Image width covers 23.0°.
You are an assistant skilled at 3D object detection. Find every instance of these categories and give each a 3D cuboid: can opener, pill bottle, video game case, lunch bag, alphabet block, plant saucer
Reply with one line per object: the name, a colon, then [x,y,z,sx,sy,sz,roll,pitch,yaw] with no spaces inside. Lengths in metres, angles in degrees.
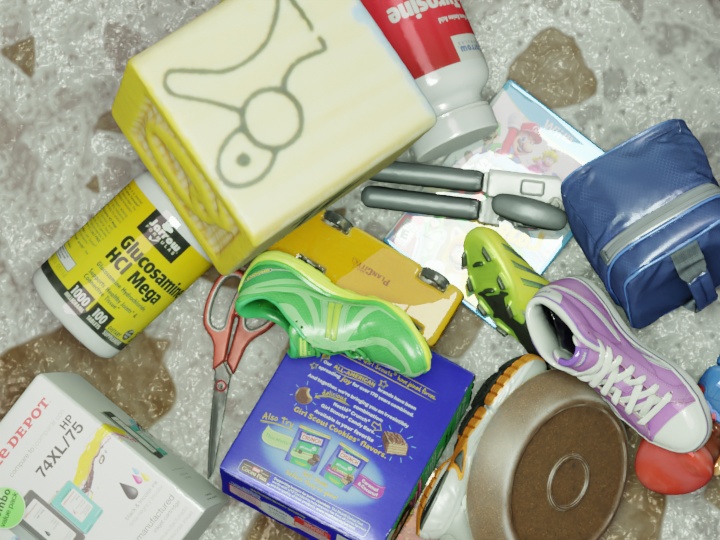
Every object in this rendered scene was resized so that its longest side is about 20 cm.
can opener: [0.099,-0.074,1.677,0.200,0.066,0.053,8,89,9]
pill bottle: [-0.206,-0.021,1.687,0.200,0.112,0.112,-43,85,1]
video game case: [0.139,-0.064,1.711,0.143,0.018,0.200,38,90,6]
lunch bag: [0.275,-0.029,1.616,0.136,0.200,0.132,-29,67,4]
alphabet block: [-0.081,-0.137,1.563,0.200,0.196,0.195,-34,88,-15]
pill bottle: [0.053,-0.210,1.676,0.112,0.112,0.200,-24,84,3]
plant saucer: [0.181,0.190,1.623,0.200,0.034,0.201,-10,107,-36]

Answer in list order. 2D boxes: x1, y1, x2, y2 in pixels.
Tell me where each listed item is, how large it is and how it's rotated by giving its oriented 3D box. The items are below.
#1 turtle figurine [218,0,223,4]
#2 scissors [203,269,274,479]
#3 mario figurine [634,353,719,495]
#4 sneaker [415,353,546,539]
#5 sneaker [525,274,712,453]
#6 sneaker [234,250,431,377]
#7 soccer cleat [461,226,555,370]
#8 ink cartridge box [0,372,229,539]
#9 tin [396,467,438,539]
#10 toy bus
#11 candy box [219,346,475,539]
turtle figurine: [-0.078,-0.226,1.712,0.161,0.064,0.200,38,90,5]
scissors: [-0.140,0.099,1.728,0.073,0.014,0.200,22,90,2]
mario figurine: [0.329,0.127,1.673,0.200,0.106,0.123,-48,51,-9]
sneaker: [0.132,0.175,1.649,0.092,0.076,0.200,29,92,-7]
sneaker: [0.221,0.095,1.573,0.200,0.114,0.073,45,113,12]
sneaker: [-0.026,0.056,1.612,0.200,0.074,0.084,24,60,20]
soccer cleat: [0.171,0.034,1.679,0.084,0.065,0.200,-39,96,-28]
ink cartridge box: [-0.254,0.212,1.662,0.200,0.146,0.147,38,90,6]
tin: [0.035,0.232,1.695,0.200,0.042,0.112,22,93,5]
toy bus: [0.000,0.000,1.682,0.200,0.078,0.065,31,85,8]
candy box: [-0.011,0.151,1.645,0.169,0.077,0.200,27,66,9]
